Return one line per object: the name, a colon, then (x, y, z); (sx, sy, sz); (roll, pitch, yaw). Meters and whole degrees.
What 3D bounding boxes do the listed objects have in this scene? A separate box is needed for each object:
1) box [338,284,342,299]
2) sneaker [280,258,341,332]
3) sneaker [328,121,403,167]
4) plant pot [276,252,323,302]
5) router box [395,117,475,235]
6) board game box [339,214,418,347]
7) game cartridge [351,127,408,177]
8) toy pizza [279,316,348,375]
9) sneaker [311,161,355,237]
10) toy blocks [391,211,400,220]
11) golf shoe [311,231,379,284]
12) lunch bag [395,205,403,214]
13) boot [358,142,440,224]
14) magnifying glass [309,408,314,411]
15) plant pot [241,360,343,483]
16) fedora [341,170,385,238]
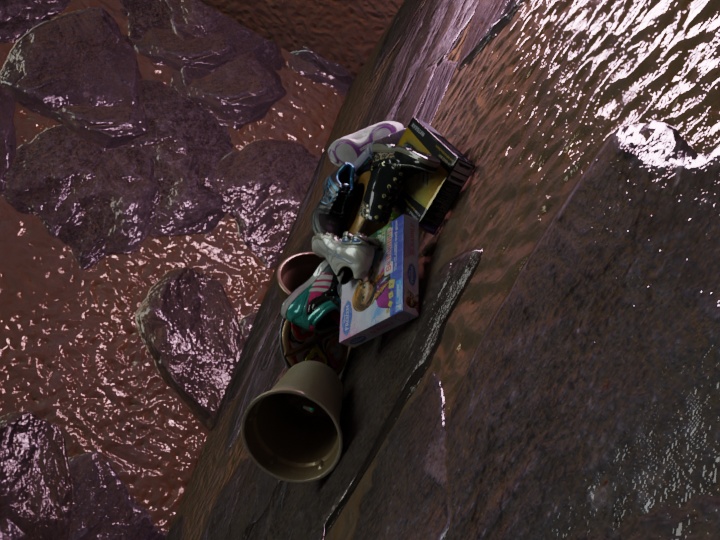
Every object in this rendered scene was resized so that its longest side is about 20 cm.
box: (0.000, 0.000, 1.769); (0.202, 0.050, 0.158); (-63, 31, 9)
sneaker: (-0.058, 0.053, 1.594); (0.200, 0.120, 0.084); (-46, -23, -20)
sneaker: (0.016, -0.295, 1.813); (0.197, 0.076, 0.100); (-15, 13, 29)
plant pot: (-0.125, 0.081, 1.966); (0.202, 0.196, 0.177); (-79, 1, -51)
router box: (0.126, -0.191, 1.538); (0.159, 0.052, 0.201); (-60, 36, 19)
board game box: (0.034, 0.023, 1.483); (0.199, 0.041, 0.203); (-31, 48, 46)
game cartridge: (0.055, -0.258, 1.692); (0.128, 0.039, 0.200); (-29, -1, -18)
toy pizza: (-0.092, 0.149, 1.658); (0.031, 0.200, 0.203); (-11, 49, 44)
sneaker: (-0.056, -0.147, 1.666); (0.082, 0.072, 0.203); (-45, 32, 50)
toy blocks: (0.064, -0.235, 1.864); (0.203, 0.135, 0.100); (-64, 12, -2)
golf shoe: (-0.044, -0.023, 1.526); (0.199, 0.077, 0.099); (1, 78, 59)
lunch bag: (0.121, -0.210, 1.726); (0.162, 0.075, 0.200); (-63, 13, -6)
boot: (0.071, -0.162, 1.499); (0.203, 0.072, 0.157); (26, 102, 56)
magnifying glass: (-0.070, 0.230, 1.783); (0.203, 0.022, 0.079); (-69, 12, -12)
plant pot: (-0.114, 0.279, 1.520); (0.202, 0.198, 0.184); (-58, 2, 23)
fedora: (0.010, -0.118, 1.696); (0.203, 0.081, 0.202); (-90, 26, -45)
